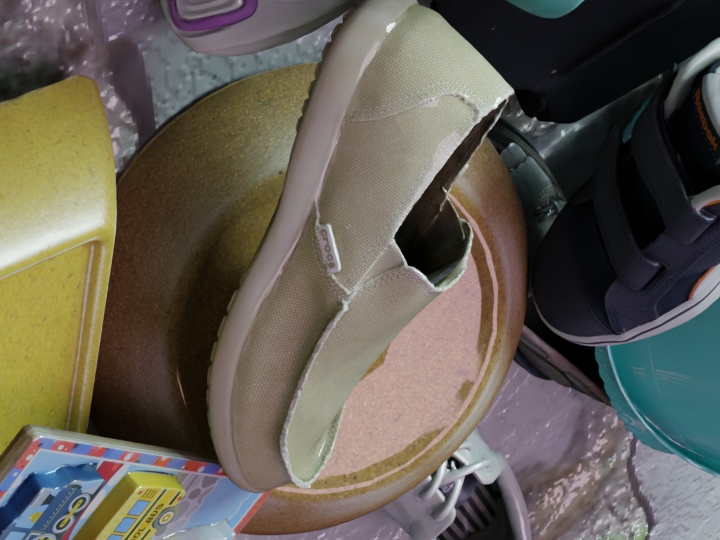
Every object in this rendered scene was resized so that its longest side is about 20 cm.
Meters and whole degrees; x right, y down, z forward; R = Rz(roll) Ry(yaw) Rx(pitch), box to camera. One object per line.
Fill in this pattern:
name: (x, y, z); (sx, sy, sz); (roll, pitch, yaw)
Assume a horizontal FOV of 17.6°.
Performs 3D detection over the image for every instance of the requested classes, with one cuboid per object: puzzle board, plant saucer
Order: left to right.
plant saucer: (-0.158, 0.051, 0.808); (0.200, 0.048, 0.200); (-28, 140, -45)
puzzle board: (-0.128, 0.144, 0.865); (0.200, 0.017, 0.151); (-52, 148, 14)
plant saucer: (-0.014, 0.019, 0.920); (0.200, 0.035, 0.200); (-8, 110, -22)

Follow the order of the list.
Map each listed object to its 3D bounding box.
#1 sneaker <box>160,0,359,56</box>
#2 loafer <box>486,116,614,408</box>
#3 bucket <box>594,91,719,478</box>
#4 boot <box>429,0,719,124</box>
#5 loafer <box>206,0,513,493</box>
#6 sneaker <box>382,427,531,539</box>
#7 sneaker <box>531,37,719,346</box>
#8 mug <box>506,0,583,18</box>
sneaker: (0.018, -0.139, 0.856); (0.200, 0.075, 0.100); (-38, 160, -1)
loafer: (0.075, -0.004, 1.010); (0.072, 0.063, 0.200); (-47, 139, -4)
bucket: (0.202, 0.003, 1.030); (0.207, 0.135, 0.207); (-7, 99, -52)
boot: (0.144, -0.112, 0.928); (0.200, 0.076, 0.168); (23, 140, -38)
loafer: (0.000, 0.000, 0.835); (0.076, 0.068, 0.200); (-36, 146, -61)
sneaker: (0.026, 0.073, 1.014); (0.073, 0.071, 0.200); (-48, 139, -5)
sneaker: (0.131, -0.038, 0.902); (0.200, 0.078, 0.079); (-35, 151, 30)
mug: (0.082, -0.179, 0.750); (0.185, 0.114, 0.152); (-30, 94, -20)
